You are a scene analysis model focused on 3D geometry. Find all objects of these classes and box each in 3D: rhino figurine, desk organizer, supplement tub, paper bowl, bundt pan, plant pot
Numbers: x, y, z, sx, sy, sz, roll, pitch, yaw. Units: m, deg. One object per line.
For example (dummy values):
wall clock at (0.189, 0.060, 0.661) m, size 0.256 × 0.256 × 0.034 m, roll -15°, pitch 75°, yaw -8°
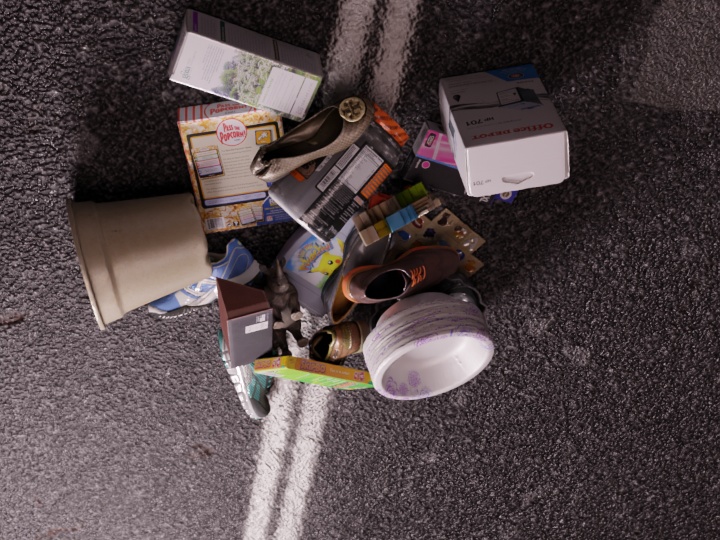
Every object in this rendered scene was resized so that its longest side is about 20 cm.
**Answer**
rhino figurine at (-0.125, 0.050, 1.692) m, size 0.060 × 0.088 × 0.200 m, roll -15°, pitch 141°, yaw -9°
desk organizer at (-0.183, 0.077, 1.681) m, size 0.071 × 0.077 × 0.200 m, roll -15°, pitch 157°, yaw -12°
supplement tub at (-0.029, -0.151, 1.559) m, size 0.122 × 0.123 × 0.200 m, roll 40°, pitch 92°, yaw -31°
paper bowl at (0.102, 0.112, 1.682) m, size 0.200 × 0.105 × 0.201 m, roll -14°, pitch 146°, yaw -9°
bundt pan at (0.108, 0.066, 1.782) m, size 0.201 × 0.076 × 0.202 m, roll -4°, pitch 127°, yaw -5°
plant pot at (-0.324, -0.031, 1.599) m, size 0.183 × 0.201 × 0.201 m, roll -15°, pitch 128°, yaw -11°

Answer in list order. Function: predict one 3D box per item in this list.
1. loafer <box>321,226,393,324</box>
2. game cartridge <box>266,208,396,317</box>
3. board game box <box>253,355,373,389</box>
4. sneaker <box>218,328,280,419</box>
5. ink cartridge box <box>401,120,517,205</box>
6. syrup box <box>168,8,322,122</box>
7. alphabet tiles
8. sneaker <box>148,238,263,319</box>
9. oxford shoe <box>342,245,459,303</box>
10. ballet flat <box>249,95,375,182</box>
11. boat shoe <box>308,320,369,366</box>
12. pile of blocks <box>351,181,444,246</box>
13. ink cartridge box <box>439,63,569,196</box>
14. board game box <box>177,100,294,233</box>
loafer at (0.000, 0.000, 1.680) m, size 0.073 × 0.072 × 0.200 m, roll 17°, pitch 121°, yaw -15°
game cartridge at (-0.055, -0.021, 1.725) m, size 0.133 × 0.041 × 0.200 m, roll 34°, pitch 116°, yaw -22°
board game box at (-0.067, 0.171, 1.763) m, size 0.200 × 0.030 × 0.095 m, roll 19°, pitch 161°, yaw -36°
sneaker at (-0.176, 0.175, 1.834) m, size 0.091 × 0.078 × 0.200 m, roll -17°, pitch 129°, yaw -1°
ink cartridge box at (0.172, -0.160, 1.660) m, size 0.199 × 0.037 × 0.095 m, roll 14°, pitch 124°, yaw -20°
syrup box at (-0.160, -0.285, 1.487) m, size 0.199 × 0.082 × 0.079 m, roll 16°, pitch 123°, yaw -19°
alphabet tiles at (0.103, -0.014, 1.775) m, size 0.166 × 0.006 × 0.200 m, roll 36°, pitch 114°, yaw -28°
sneaker at (-0.256, 0.015, 1.713) m, size 0.199 × 0.076 × 0.077 m, roll -25°, pitch 104°, yaw 10°
oxford shoe at (0.075, 0.012, 1.638) m, size 0.199 × 0.072 × 0.071 m, roll -19°, pitch 105°, yaw -22°
ballet flat at (-0.071, -0.187, 1.493) m, size 0.200 × 0.068 × 0.046 m, roll -27°, pitch 153°, yaw 15°
boat shoe at (-0.055, 0.122, 1.769) m, size 0.068 × 0.072 × 0.200 m, roll -5°, pitch 162°, yaw -25°
pile of blocks at (0.056, -0.098, 1.599) m, size 0.082 × 0.200 × 0.062 m, roll -26°, pitch 94°, yaw 38°
ink cartridge box at (0.202, -0.204, 1.526) m, size 0.146 × 0.200 × 0.086 m, roll -10°, pitch 127°, yaw -1°
board game box at (-0.181, -0.157, 1.600) m, size 0.151 × 0.046 × 0.201 m, roll -8°, pitch 127°, yaw -3°
